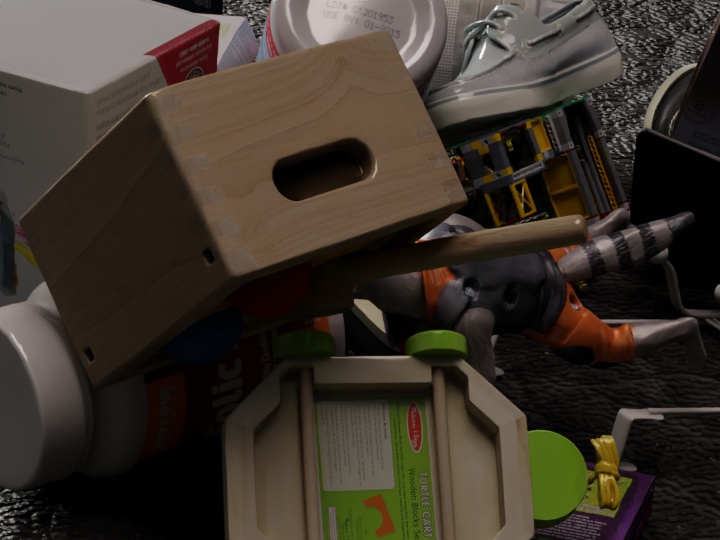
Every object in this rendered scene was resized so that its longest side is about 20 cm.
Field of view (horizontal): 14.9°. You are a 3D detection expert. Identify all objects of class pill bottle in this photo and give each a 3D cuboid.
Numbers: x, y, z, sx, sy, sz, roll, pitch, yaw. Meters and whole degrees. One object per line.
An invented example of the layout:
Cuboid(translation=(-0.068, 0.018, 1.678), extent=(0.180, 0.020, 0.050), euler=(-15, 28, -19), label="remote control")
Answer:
Cuboid(translation=(-0.014, -0.119, 1.726), extent=(0.108, 0.200, 0.109), euler=(3, 69, -8), label="pill bottle")
Cuboid(translation=(-0.117, 0.047, 1.501), extent=(0.199, 0.115, 0.114), euler=(-17, 31, -36), label="pill bottle")

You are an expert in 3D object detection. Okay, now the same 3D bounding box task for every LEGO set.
Cuboid(translation=(0.088, -0.027, 1.737), extent=(0.153, 0.117, 0.200), euler=(-20, 2, 21), label="LEGO set")

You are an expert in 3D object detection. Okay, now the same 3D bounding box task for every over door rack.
Cuboid(translation=(0.190, 0.043, 1.608), extent=(0.199, 0.067, 0.148), euler=(-11, 28, -29), label="over door rack")

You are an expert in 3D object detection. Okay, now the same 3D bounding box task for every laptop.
Cuboid(translation=(0.270, -0.046, 1.732), extent=(0.176, 0.104, 0.200), euler=(24, 30, 15), label="laptop")

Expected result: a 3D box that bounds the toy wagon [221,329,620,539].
Cuboid(translation=(0.031, 0.108, 1.375), extent=(0.199, 0.156, 0.040), euler=(0, -20, -9), label="toy wagon")

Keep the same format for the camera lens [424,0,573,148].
Cuboid(translation=(0.050, -0.160, 1.920), extent=(0.199, 0.161, 0.160), euler=(6, 25, 7), label="camera lens")

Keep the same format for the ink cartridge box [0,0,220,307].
Cuboid(translation=(-0.181, -0.050, 1.606), extent=(0.144, 0.201, 0.145), euler=(17, 29, 23), label="ink cartridge box")

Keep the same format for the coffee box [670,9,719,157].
Cuboid(translation=(0.320, -0.109, 1.828), extent=(0.199, 0.113, 0.080), euler=(24, 37, 4), label="coffee box")

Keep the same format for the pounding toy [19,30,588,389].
Cuboid(translation=(-0.030, -0.023, 1.400), extent=(0.199, 0.143, 0.184), euler=(-18, -11, -37), label="pounding toy")

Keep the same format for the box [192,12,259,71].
Cuboid(translation=(-0.181, -0.109, 1.756), extent=(0.199, 0.036, 0.145), euler=(8, 51, 26), label="box")

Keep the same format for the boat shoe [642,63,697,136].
Cuboid(translation=(0.271, -0.109, 1.942), extent=(0.066, 0.075, 0.199), euler=(6, 12, 36), label="boat shoe")

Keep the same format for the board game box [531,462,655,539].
Cuboid(translation=(0.046, 0.127, 1.453), extent=(0.199, 0.033, 0.120), euler=(11, 23, 16), label="board game box")

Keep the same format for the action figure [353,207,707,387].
Cuboid(translation=(0.079, -0.011, 1.531), extent=(0.192, 0.105, 0.201), euler=(-2, 54, -26), label="action figure")

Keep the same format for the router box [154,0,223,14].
Cuboid(translation=(-0.172, -0.203, 1.933), extent=(0.149, 0.201, 0.062), euler=(0, 29, -7), label="router box")

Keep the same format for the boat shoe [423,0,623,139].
Cuboid(translation=(0.096, -0.134, 1.758), extent=(0.070, 0.072, 0.200), euler=(-19, 3, 39), label="boat shoe")

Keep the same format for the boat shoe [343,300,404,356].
Cuboid(translation=(-0.003, 0.001, 1.632), extent=(0.073, 0.063, 0.202), euler=(-19, 47, -20), label="boat shoe")
